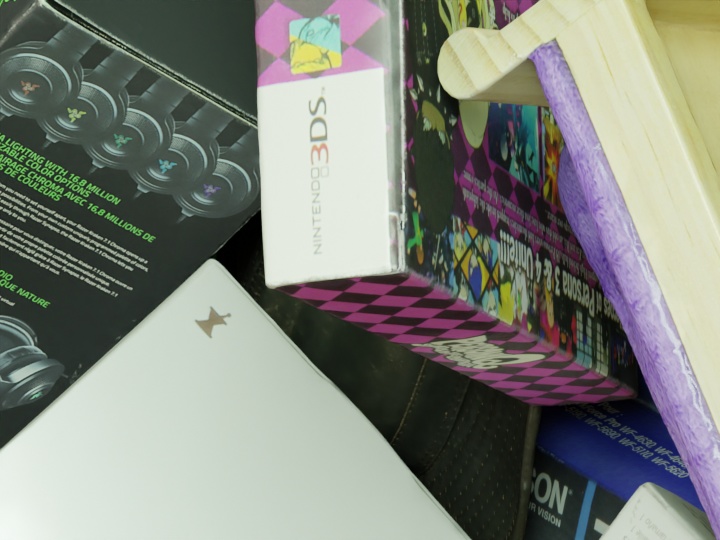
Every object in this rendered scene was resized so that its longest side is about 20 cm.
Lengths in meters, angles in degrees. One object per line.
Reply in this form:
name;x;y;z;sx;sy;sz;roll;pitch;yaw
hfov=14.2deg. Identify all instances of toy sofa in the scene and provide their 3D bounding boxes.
toy sofa;0.084;0.036;0.584;0.097;0.083;0.201;-35;67;38

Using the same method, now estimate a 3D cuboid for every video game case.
video game case;0.023;-0.070;0.682;0.036;0.200;0.183;-6;79;18

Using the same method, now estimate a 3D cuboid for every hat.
hat;0.000;0.000;0.846;0.200;0.080;0.202;-171;90;-73

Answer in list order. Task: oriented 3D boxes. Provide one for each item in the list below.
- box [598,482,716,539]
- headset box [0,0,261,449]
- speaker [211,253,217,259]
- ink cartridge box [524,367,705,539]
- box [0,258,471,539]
box;0.065;0.174;0.702;0.200;0.101;0.113;-52;42;7
headset box;-0.106;-0.056;0.820;0.200;0.093;0.175;-41;35;30
speaker;-0.080;0.057;0.989;0.088;0.088;0.201;48;124;45
ink cartridge box;0.066;0.113;0.818;0.099;0.039;0.201;27;107;53
box;-0.052;0.096;0.821;0.124;0.097;0.200;47;160;2
